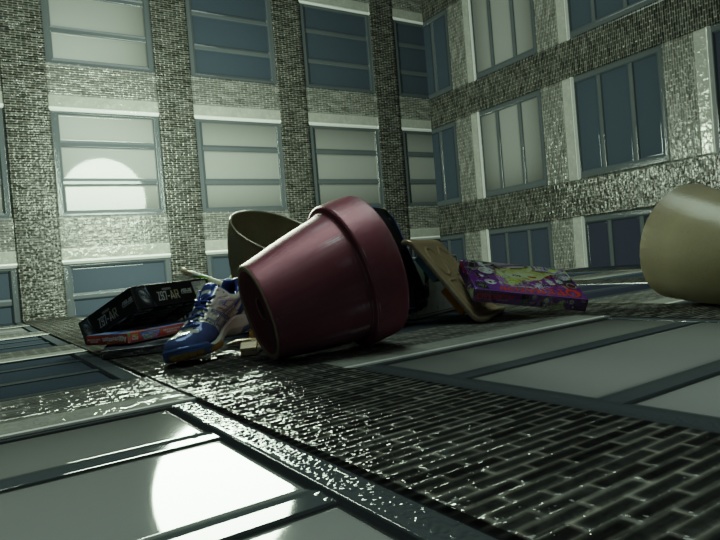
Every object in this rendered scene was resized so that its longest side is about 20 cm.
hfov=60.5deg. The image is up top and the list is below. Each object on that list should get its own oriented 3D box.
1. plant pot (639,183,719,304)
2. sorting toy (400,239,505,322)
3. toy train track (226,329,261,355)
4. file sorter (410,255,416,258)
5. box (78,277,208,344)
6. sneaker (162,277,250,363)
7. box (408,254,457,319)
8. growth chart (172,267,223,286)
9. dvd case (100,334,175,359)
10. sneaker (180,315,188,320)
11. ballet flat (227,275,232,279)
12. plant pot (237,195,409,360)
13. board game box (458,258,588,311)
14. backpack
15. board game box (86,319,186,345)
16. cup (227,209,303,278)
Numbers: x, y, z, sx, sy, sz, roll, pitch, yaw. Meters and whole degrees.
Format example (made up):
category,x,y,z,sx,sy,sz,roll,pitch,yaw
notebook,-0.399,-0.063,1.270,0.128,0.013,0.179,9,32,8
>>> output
category,x,y,z,sx,sy,sz,roll,pitch,yaw
plant pot,0.563,-0.024,0.925,0.183,0.192,0.200,-5,15,-16
sorting toy,0.166,0.017,1.115,0.037,0.200,0.184,-48,-15,17
toy train track,-0.160,0.101,0.962,0.112,0.033,0.200,-5,2,-2
file sorter,0.000,-0.006,1.384,0.200,0.124,0.138,-43,-21,30
box,-0.400,0.075,1.169,0.158,0.044,0.199,-29,-9,26
sneaker,-0.228,0.068,0.900,0.074,0.090,0.200,-10,10,20
box,0.130,0.030,1.244,0.059,0.120,0.198,-4,2,34
growth chart,-0.332,0.037,1.324,0.142,0.018,0.199,20,-19,-21
dvd case,-0.371,0.128,1.089,0.145,0.016,0.200,-6,0,-18
sneaker,-0.368,0.100,1.352,0.087,0.076,0.199,-6,-9,-27
ballet flat,-0.263,0.028,1.391,0.072,0.075,0.199,-6,-17,-37
plant pot,-0.059,0.024,0.823,0.176,0.204,0.199,-22,8,-24
board game box,0.276,0.024,1.064,0.195,0.033,0.121,6,29,-7
backpack,0.000,0.000,1.102,0.180,0.204,0.146,-7,-17,-41
board game box,-0.378,0.110,1.115,0.101,0.020,0.199,-7,0,27
cup,-0.174,-0.009,1.199,0.196,0.146,0.201,17,21,-7
